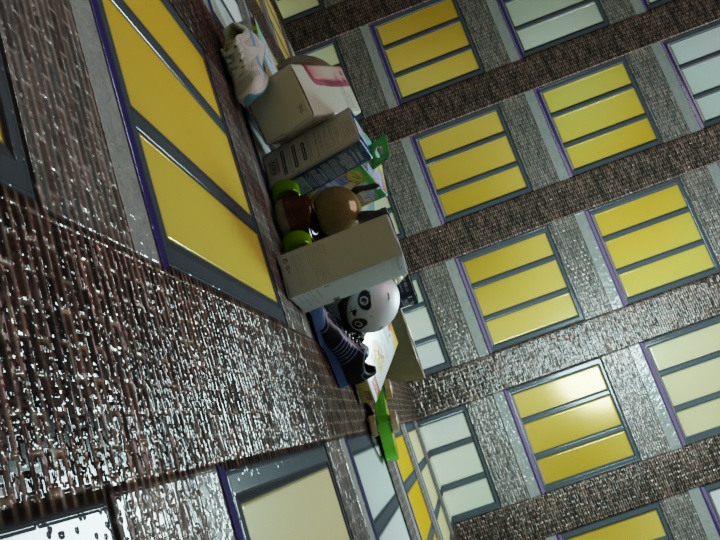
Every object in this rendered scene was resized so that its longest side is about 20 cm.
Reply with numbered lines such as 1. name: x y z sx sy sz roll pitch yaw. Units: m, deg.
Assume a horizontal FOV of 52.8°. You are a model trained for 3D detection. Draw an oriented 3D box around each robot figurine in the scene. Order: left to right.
1. robot figurine: -0.016 0.039 1.404 0.200 0.125 0.150 34 -13 38

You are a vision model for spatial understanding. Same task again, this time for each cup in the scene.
1. cup: 0.077 0.219 1.964 0.200 0.142 0.202 -20 90 -85

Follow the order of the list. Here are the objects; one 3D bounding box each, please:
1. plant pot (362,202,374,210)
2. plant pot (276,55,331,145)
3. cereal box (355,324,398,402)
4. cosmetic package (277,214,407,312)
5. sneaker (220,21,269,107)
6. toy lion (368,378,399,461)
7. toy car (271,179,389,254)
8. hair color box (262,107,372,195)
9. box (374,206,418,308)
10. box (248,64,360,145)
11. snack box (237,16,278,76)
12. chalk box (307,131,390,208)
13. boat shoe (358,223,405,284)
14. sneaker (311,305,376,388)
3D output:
1. plant pot: -0.043 -0.155 1.935 0.200 0.198 0.198 55 24 -76
2. plant pot: -0.144 -0.380 1.722 0.174 0.198 0.201 -78 153 -48
3. cereal box: 0.027 0.175 1.621 0.201 0.039 0.145 -66 144 -49
4. cosmetic package: -0.027 -0.010 1.220 0.113 0.198 0.082 57 14 -71
5. sneaker: -0.223 -0.384 1.358 0.081 0.076 0.201 37 30 -42
6. toy lion: 0.060 0.367 1.681 0.200 0.068 0.193 -101 178 -65
7. toy car: -0.048 -0.095 1.347 0.158 0.198 0.165 65 7 -52
8. hair color box: -0.084 -0.218 1.400 0.061 0.199 0.101 49 19 -49
9. box: 0.000 0.000 1.556 0.123 0.197 0.202 50 20 -76
10. box: -0.111 -0.330 1.440 0.200 0.127 0.110 -26 91 -61
11. snack box: -0.215 -0.416 1.564 0.169 0.067 0.201 66 6 -51
12. chalk box: -0.025 -0.208 1.482 0.124 0.199 0.125 45 31 -50
13. boat shoe: 0.017 -0.053 1.453 0.200 0.065 0.072 51 -18 -7
14. sneaker: -0.031 0.132 1.356 0.070 0.077 0.201 -104 173 -56
